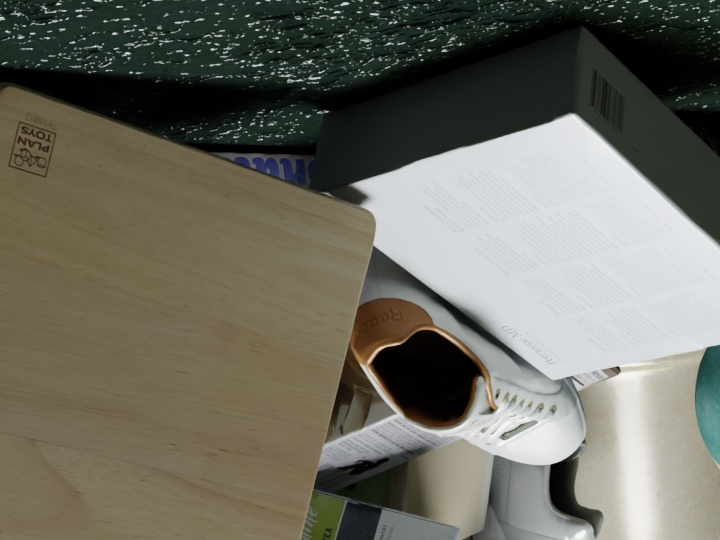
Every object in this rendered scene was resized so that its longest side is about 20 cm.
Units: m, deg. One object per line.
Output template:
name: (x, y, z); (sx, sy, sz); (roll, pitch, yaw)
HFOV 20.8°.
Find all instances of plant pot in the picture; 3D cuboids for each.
plant pot: (0.193, 0.097, 1.383); (0.198, 0.185, 0.201); (-7, -167, 2)

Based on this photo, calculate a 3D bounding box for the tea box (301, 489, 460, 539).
tea box: (-0.060, 0.236, 1.133); (0.195, 0.201, 0.134); (15, 155, 7)

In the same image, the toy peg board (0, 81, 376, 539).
toy peg board: (-0.118, 0.043, 0.854); (0.199, 0.201, 0.097); (18, 172, -37)

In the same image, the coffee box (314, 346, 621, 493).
coffee box: (0.035, 0.037, 1.127); (0.199, 0.114, 0.080); (-25, 154, 17)

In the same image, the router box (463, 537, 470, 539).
router box: (0.024, 0.201, 1.328); (0.198, 0.049, 0.180); (22, -166, 1)

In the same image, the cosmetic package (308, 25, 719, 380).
cosmetic package: (0.096, -0.023, 0.919); (0.150, 0.052, 0.200); (-17, 141, 37)

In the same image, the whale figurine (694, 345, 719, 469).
whale figurine: (0.259, 0.038, 1.109); (0.158, 0.104, 0.201); (-10, -146, 37)

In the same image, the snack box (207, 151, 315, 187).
snack box: (-0.059, -0.041, 1.000); (0.199, 0.025, 0.072); (-1, 169, -38)

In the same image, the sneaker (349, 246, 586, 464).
sneaker: (0.053, 0.066, 1.008); (0.073, 0.085, 0.200); (-33, 133, 22)

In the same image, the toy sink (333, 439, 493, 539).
toy sink: (-0.021, 0.091, 1.277); (0.199, 0.132, 0.112); (17, -163, 34)

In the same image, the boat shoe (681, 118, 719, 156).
boat shoe: (0.160, -0.048, 1.038); (0.198, 0.069, 0.057); (-13, 130, -19)

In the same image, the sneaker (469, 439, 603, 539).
sneaker: (0.104, 0.109, 1.315); (0.092, 0.201, 0.075); (-33, 160, 30)
